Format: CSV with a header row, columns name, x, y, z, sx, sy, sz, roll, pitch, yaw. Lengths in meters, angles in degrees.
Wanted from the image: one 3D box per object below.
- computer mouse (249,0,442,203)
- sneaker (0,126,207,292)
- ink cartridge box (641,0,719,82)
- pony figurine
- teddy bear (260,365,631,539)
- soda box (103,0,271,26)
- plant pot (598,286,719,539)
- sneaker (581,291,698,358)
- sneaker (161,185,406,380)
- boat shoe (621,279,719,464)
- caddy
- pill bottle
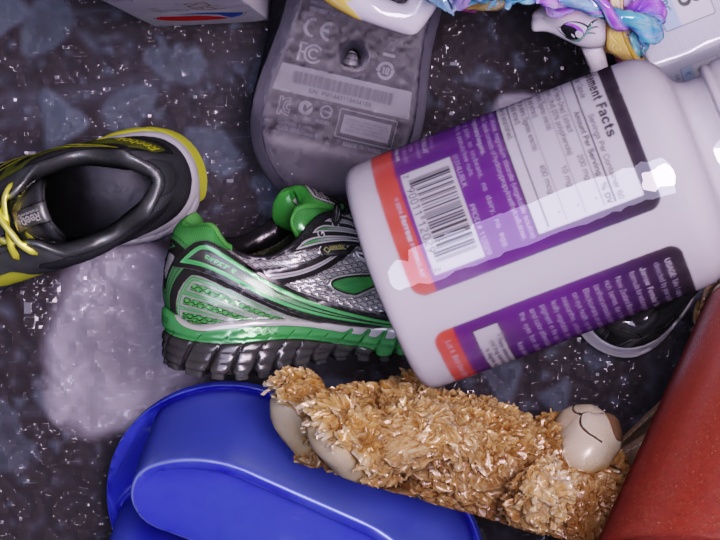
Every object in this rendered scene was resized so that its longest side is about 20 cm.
name,x,y,z,sx,sy,sz,roll,pitch,yaw
computer mouse,0.005,-0.128,1.360,0.138,0.053,0.200,17,100,-11
sneaker,-0.178,-0.027,1.362,0.200,0.085,0.075,-21,89,3
ink cartridge box,0.207,-0.195,1.329,0.200,0.047,0.160,-22,68,6
pony figurine,0.065,-0.187,1.261,0.199,0.167,0.194,14,105,-1
teddy bear,0.050,0.081,1.275,0.200,0.145,0.067,16,89,-8
soda box,-0.084,-0.157,1.296,0.063,0.200,0.068,-3,91,3
plant pot,0.197,0.119,1.209,0.200,0.201,0.196,21,66,3
sneaker,0.168,-0.046,1.339,0.066,0.090,0.200,27,92,1
sneaker,0.000,0.000,1.333,0.199,0.078,0.085,-7,104,-18
boat shoe,0.194,0.029,1.349,0.200,0.071,0.065,-41,97,-6
caddy,-0.038,0.141,1.351,0.200,0.105,0.142,24,116,2
pill bottle,0.103,-0.030,1.246,0.200,0.111,0.112,-20,90,6
